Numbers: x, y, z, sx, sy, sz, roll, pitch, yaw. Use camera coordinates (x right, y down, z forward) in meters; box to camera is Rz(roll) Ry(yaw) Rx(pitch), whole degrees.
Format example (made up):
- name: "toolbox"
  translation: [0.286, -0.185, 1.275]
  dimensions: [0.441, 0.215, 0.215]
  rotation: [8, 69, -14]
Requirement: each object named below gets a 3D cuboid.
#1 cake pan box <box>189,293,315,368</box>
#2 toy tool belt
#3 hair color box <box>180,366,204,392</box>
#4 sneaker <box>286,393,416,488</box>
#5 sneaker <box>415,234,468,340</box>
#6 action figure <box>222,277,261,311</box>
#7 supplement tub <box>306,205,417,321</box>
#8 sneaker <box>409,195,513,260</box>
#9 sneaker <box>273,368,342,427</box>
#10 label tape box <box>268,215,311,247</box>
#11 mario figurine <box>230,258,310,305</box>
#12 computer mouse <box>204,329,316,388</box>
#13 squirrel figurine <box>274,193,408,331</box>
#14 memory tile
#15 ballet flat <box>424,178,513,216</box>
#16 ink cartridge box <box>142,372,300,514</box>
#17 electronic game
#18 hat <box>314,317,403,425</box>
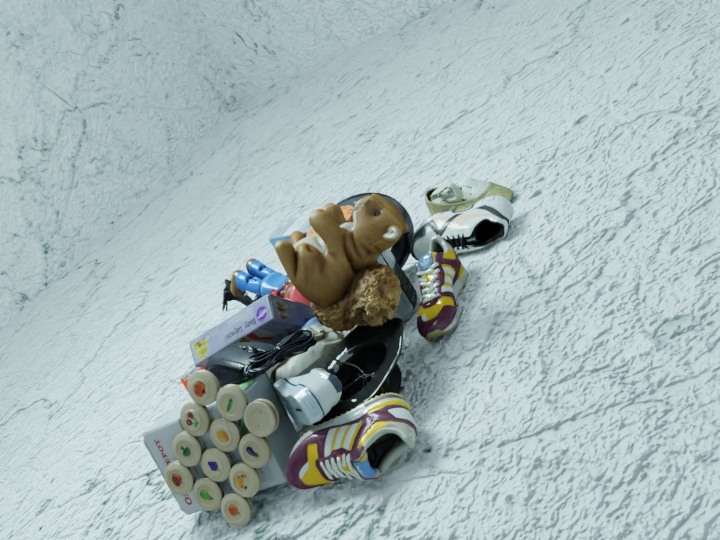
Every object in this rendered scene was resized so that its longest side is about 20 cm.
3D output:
- name: "cake pan box"
  translation: [-0.158, 0.116, 1.515]
  dimensions: [0.182, 0.199, 0.053]
  rotation: [-28, 64, 24]
- name: "toy tool belt"
  translation: [-0.070, 0.129, 1.442]
  dimensions: [0.199, 0.126, 0.122]
  rotation: [-40, 31, -15]
- name: "hair color box"
  translation: [-0.231, 0.226, 1.501]
  dimensions: [0.061, 0.102, 0.200]
  rotation: [-42, 24, -10]
- name: "sneaker"
  translation: [-0.016, 0.243, 1.181]
  dimensions: [0.199, 0.075, 0.091]
  rotation: [-35, 28, 13]
- name: "sneaker"
  translation: [0.115, 0.026, 1.424]
  dimensions: [0.074, 0.091, 0.201]
  rotation: [-23, 25, 25]
- name: "action figure"
  translation: [-0.167, 0.066, 1.734]
  dimensions: [0.196, 0.104, 0.119]
  rotation: [4, -10, -5]
- name: "supplement tub"
  translation: [0.000, 0.000, 1.494]
  dimensions: [0.121, 0.201, 0.123]
  rotation: [-29, 22, 13]
- name: "sneaker"
  translation: [0.170, -0.064, 1.553]
  dimensions: [0.198, 0.074, 0.080]
  rotation: [-25, 26, 24]
- name: "sneaker"
  translation: [-0.068, 0.174, 1.245]
  dimensions: [0.070, 0.074, 0.200]
  rotation: [-31, 7, -16]
- name: "label tape box"
  translation: [-0.070, -0.033, 1.735]
  dimensions: [0.198, 0.144, 0.066]
  rotation: [-7, 34, 49]
- name: "mario figurine"
  translation: [-0.143, 0.054, 1.627]
  dimensions: [0.198, 0.106, 0.125]
  rotation: [21, 81, 36]
- name: "computer mouse"
  translation: [-0.170, 0.130, 1.340]
  dimensions: [0.199, 0.053, 0.138]
  rotation: [-24, 2, 45]
- name: "squirrel figurine"
  translation: [-0.005, -0.012, 1.345]
  dimensions: [0.184, 0.203, 0.141]
  rotation: [-26, -3, 9]
- name: "memory tile"
  translation: [-0.197, 0.251, 1.258]
  dimensions: [0.151, 0.203, 0.017]
  rotation: [23, 19, 17]
- name: "ballet flat"
  translation: [0.195, -0.140, 1.678]
  dimensions: [0.198, 0.071, 0.071]
  rotation: [-6, 35, 50]
- name: "ink cartridge box"
  translation: [-0.201, 0.257, 1.323]
  dimensions: [0.198, 0.148, 0.084]
  rotation: [-23, 9, 26]
- name: "electronic game"
  translation: [0.004, -0.045, 1.586]
  dimensions: [0.199, 0.201, 0.042]
  rotation: [-35, 37, -1]
- name: "hat"
  translation: [0.012, 0.165, 1.310]
  dimensions: [0.200, 0.081, 0.201]
  rotation: [-38, 21, 18]
